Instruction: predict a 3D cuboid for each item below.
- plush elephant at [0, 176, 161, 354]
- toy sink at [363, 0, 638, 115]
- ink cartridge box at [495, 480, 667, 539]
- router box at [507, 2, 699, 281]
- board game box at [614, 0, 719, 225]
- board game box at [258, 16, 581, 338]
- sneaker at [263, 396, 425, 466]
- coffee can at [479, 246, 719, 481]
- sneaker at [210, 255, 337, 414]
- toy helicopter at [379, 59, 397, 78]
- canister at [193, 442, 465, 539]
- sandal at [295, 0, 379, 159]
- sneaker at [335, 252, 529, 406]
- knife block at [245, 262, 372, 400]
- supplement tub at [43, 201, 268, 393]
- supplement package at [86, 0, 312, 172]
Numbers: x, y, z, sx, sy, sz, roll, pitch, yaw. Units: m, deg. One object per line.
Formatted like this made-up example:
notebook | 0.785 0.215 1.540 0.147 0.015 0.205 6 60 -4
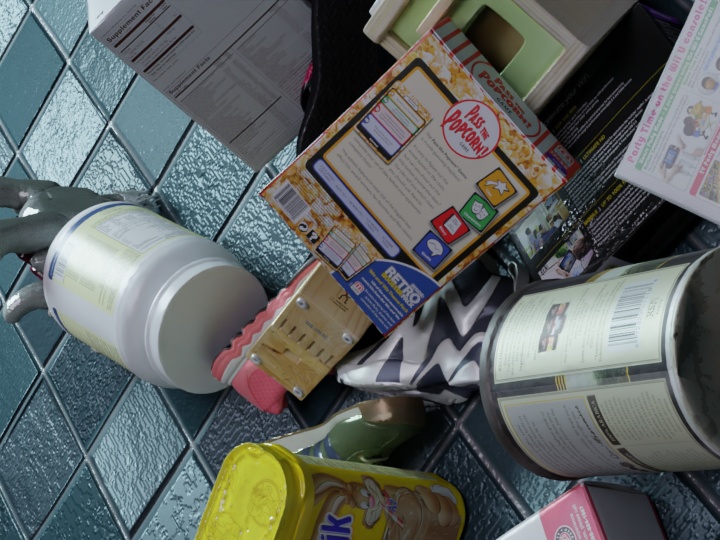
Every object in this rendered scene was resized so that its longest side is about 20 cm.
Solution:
plush elephant | -0.305 -0.005 1.774 0.165 0.200 0.155 -130 40 -56
toy sink | 0.087 -0.214 1.336 0.200 0.112 0.130 43 135 2
ink cartridge box | 0.138 0.266 1.269 0.200 0.083 0.147 -40 54 33
router box | 0.193 -0.079 1.320 0.200 0.051 0.149 -48 47 27
board game box | 0.292 -0.086 1.164 0.200 0.064 0.148 29 101 25
board game box | 0.042 -0.068 1.319 0.200 0.046 0.152 -41 91 28
sneaker | -0.012 0.171 1.469 0.200 0.067 0.090 -26 63 47
coffee can | 0.197 0.066 1.184 0.200 0.146 0.147 -13 70 56
sneaker | -0.038 0.045 1.541 0.087 0.074 0.200 45 104 1
toy helicopter | 0.045 -0.172 1.506 0.132 0.079 0.200 -51 37 37
canister | -0.024 0.218 1.368 0.087 0.200 0.149 28 101 47
sandal | -0.017 -0.155 1.466 0.045 0.075 0.200 -129 41 -64
sneaker | 0.064 0.037 1.416 0.199 0.079 0.130 -11 65 52
knife block | 0.000 0.000 1.468 0.176 0.064 0.200 -52 2 -35
supplement tub | -0.191 0.026 1.638 0.200 0.145 0.145 25 98 47
supplement package | -0.120 -0.234 1.530 0.147 0.200 0.191 -41 31 16
